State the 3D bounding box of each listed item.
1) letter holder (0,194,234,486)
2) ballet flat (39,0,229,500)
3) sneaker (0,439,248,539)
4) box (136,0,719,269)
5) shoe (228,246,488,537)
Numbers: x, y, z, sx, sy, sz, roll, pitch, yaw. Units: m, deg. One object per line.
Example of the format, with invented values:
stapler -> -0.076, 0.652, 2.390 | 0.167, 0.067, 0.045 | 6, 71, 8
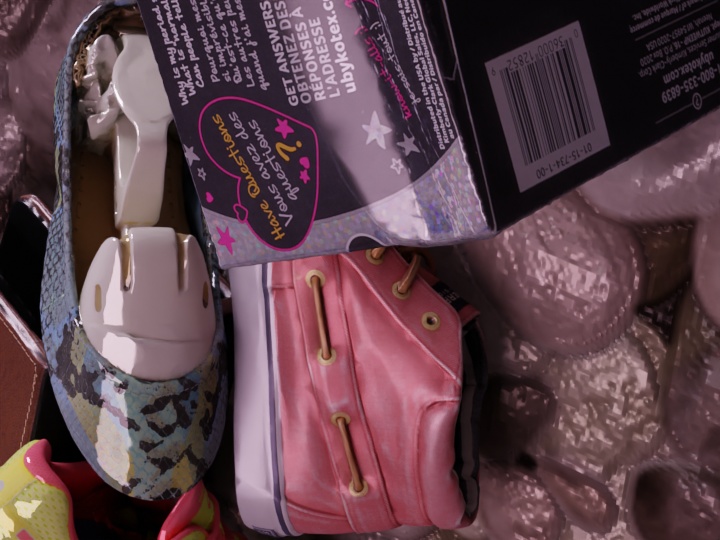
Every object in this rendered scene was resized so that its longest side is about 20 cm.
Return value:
letter holder -> -0.143, 0.063, 1.036 | 0.142, 0.100, 0.201 | 45, 133, 35
ballet flat -> -0.084, -0.016, 0.915 | 0.074, 0.074, 0.201 | -38, 53, 43
sneaker -> -0.074, 0.115, 0.953 | 0.091, 0.199, 0.078 | -54, 47, 21
box -> 0.038, -0.094, 0.745 | 0.114, 0.199, 0.133 | -6, 105, 43
shoe -> 0.000, 0.000, 0.917 | 0.090, 0.071, 0.202 | -1, 96, 14
